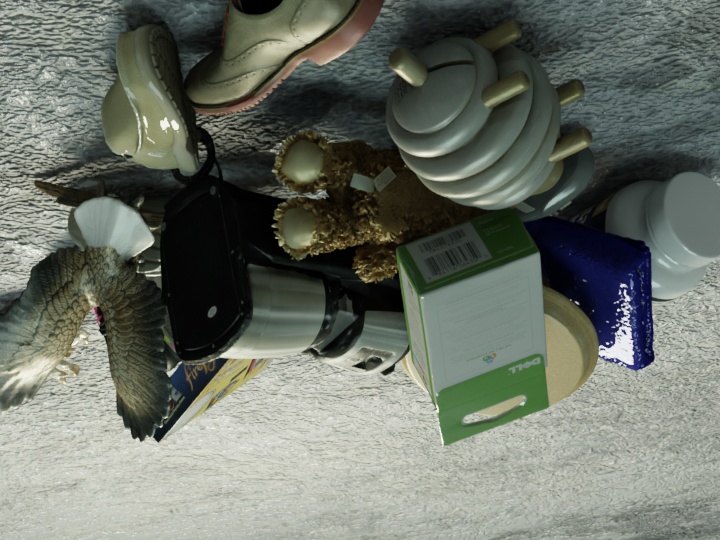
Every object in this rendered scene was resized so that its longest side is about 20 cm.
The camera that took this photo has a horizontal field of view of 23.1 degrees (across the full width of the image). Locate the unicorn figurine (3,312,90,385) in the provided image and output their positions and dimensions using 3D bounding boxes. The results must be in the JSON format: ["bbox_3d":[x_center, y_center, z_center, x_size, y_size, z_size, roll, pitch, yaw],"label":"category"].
[{"bbox_3d":[-0.375,0.088,1.897,0.136,0.074,0.200,15,140,-19],"label":"unicorn figurine"}]

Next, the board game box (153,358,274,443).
[{"bbox_3d":[-0.119,0.079,1.713,0.136,0.035,0.200,-49,172,32],"label":"board game box"}]

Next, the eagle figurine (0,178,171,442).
[{"bbox_3d":[-0.225,0.034,1.505,0.151,0.202,0.151,2,162,42],"label":"eagle figurine"}]

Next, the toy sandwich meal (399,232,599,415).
[{"bbox_3d":[0.118,0.049,1.573,0.203,0.071,0.206,5,138,4],"label":"toy sandwich meal"}]

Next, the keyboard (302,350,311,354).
[{"bbox_3d":[0.000,0.000,1.663,0.103,0.040,0.201,13,126,-34],"label":"keyboard"}]

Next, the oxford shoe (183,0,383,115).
[{"bbox_3d":[-0.071,-0.173,1.248,0.075,0.071,0.199,37,139,-26],"label":"oxford shoe"}]

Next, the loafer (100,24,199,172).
[{"bbox_3d":[-0.164,-0.121,1.335,0.068,0.076,0.200,-9,160,-1],"label":"loafer"}]

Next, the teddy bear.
[{"bbox_3d":[0.020,-0.062,1.420,0.199,0.146,0.067,-18,-173,-18],"label":"teddy bear"}]

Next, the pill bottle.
[{"bbox_3d":[0.250,-0.017,1.623,0.110,0.112,0.200,8,157,-28],"label":"pill bottle"}]

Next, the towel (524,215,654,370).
[{"bbox_3d":[0.175,0.003,1.589,0.199,0.050,0.148,22,145,30],"label":"towel"}]

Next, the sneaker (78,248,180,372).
[{"bbox_3d":[-0.227,0.041,1.665,0.199,0.088,0.074,18,154,33],"label":"sneaker"}]

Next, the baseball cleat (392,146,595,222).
[{"bbox_3d":[0.096,-0.077,1.499,0.199,0.070,0.106,-15,157,28],"label":"baseball cleat"}]

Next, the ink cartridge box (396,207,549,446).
[{"bbox_3d":[0.095,0.049,1.451,0.103,0.059,0.201,-20,138,-8],"label":"ink cartridge box"}]

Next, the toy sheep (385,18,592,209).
[{"bbox_3d":[0.088,-0.115,1.318,0.137,0.139,0.200,-17,141,34],"label":"toy sheep"}]

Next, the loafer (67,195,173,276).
[{"bbox_3d":[-0.163,-0.032,1.586,0.198,0.070,0.070,12,-158,2],"label":"loafer"}]

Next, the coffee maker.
[{"bbox_3d":[-0.055,-0.013,1.477,0.199,0.194,0.134,6,177,-42],"label":"coffee maker"}]
